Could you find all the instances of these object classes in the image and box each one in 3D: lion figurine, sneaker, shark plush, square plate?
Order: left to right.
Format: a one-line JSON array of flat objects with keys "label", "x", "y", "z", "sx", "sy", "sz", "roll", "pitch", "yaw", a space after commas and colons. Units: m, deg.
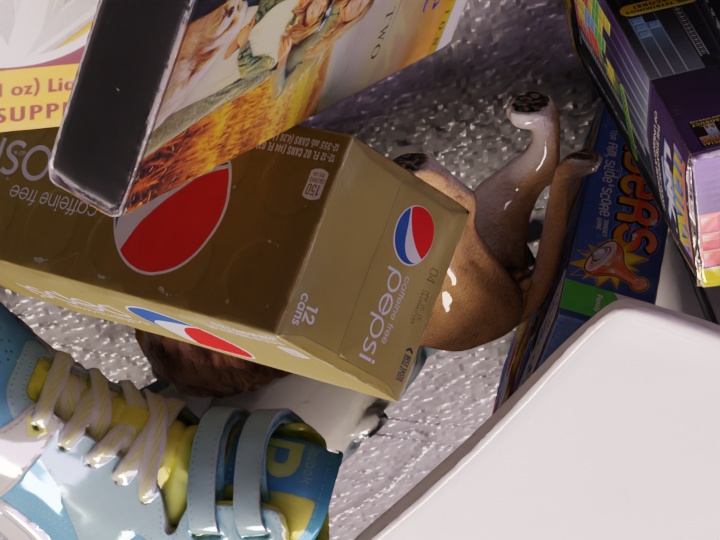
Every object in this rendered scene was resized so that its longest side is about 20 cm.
[{"label": "sneaker", "x": -0.082, "y": 0.059, "z": 0.965, "sx": 0.130, "sy": 0.080, "sz": 0.200, "roll": -17, "pitch": 127, "yaw": 31}, {"label": "shark plush", "x": -0.022, "y": 0.041, "z": 1.078, "sx": 0.200, "sy": 0.091, "sz": 0.083, "roll": -47, "pitch": 179, "yaw": 2}, {"label": "lion figurine", "x": 0.000, "y": 0.000, "z": 0.966, "sx": 0.199, "sy": 0.073, "sz": 0.123, "roll": 5, "pitch": 126, "yaw": 24}, {"label": "square plate", "x": 0.102, "y": 0.082, "z": 0.963, "sx": 0.199, "sy": 0.029, "sz": 0.198, "roll": 15, "pitch": 134, "yaw": -36}]

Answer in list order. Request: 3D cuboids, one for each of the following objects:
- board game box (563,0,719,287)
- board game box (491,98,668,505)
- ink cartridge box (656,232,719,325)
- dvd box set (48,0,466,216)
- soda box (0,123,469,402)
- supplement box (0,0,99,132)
[{"label": "board game box", "x": 0.183, "y": -0.080, "z": 0.883, "sx": 0.199, "sy": 0.166, "sz": 0.057, "roll": -13, "pitch": 124, "yaw": -5}, {"label": "board game box", "x": 0.081, "y": 0.034, "z": 1.028, "sx": 0.034, "sy": 0.136, "sz": 0.200, "roll": 16, "pitch": 140, "yaw": 0}, {"label": "ink cartridge box", "x": 0.201, "y": -0.015, "z": 1.022, "sx": 0.146, "sy": 0.083, "sz": 0.200, "roll": -15, "pitch": 155, "yaw": -8}, {"label": "dvd box set", "x": -0.006, "y": -0.108, "z": 0.765, "sx": 0.200, "sy": 0.029, "sz": 0.147, "roll": -32, "pitch": 149, "yaw": -56}, {"label": "soda box", "x": -0.065, "y": -0.016, "z": 0.867, "sx": 0.200, "sy": 0.068, "sz": 0.064, "roll": 13, "pitch": 169, "yaw": 44}, {"label": "supplement box", "x": -0.104, "y": -0.139, "z": 0.751, "sx": 0.130, "sy": 0.104, "sz": 0.200, "roll": -6, "pitch": 143, "yaw": -12}]
